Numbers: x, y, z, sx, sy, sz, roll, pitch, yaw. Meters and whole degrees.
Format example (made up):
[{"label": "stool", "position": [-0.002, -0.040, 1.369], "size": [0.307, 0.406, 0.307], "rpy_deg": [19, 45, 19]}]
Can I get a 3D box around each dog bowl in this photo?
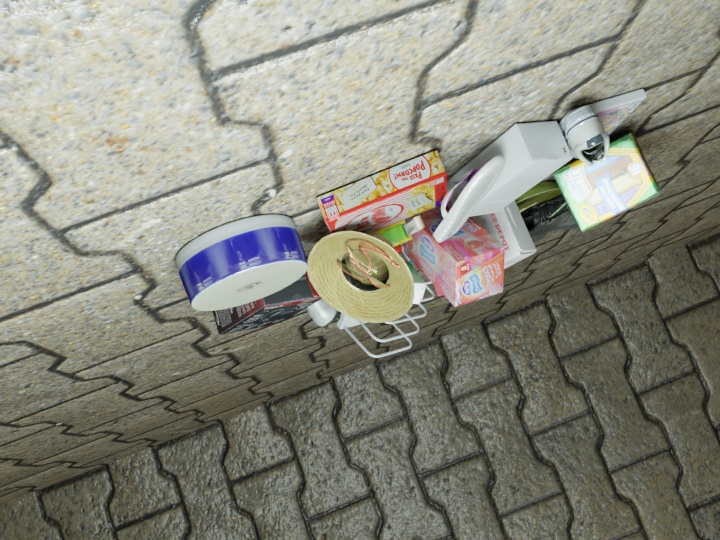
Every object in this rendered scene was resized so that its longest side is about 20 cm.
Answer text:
[{"label": "dog bowl", "position": [-0.186, -0.010, 1.302], "size": [0.198, 0.080, 0.200], "rpy_deg": [-20, 167, -5]}]

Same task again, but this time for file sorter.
[{"label": "file sorter", "position": [0.064, 0.064, 1.708], "size": [0.138, 0.125, 0.201], "rpy_deg": [-11, 134, -40]}]

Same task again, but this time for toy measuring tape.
[{"label": "toy measuring tape", "position": [0.054, -0.061, 1.455], "size": [0.073, 0.074, 0.200], "rpy_deg": [-18, 179, -14]}]

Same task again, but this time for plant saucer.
[{"label": "plant saucer", "position": [0.336, -0.137, 1.720], "size": [0.198, 0.031, 0.200], "rpy_deg": [-21, 168, -5]}]

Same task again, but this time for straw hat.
[{"label": "straw hat", "position": [0.014, -0.014, 1.352], "size": [0.201, 0.201, 0.085], "rpy_deg": [-34, -158, 44]}]

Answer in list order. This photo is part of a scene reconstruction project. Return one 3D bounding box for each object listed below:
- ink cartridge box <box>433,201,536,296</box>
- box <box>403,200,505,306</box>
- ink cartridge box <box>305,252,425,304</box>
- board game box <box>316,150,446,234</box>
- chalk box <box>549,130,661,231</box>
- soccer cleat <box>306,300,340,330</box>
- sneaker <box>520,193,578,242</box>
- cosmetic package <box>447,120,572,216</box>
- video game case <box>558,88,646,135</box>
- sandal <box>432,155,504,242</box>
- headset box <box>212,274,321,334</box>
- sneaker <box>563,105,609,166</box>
[{"label": "ink cartridge box", "position": [0.220, -0.058, 1.598], "size": [0.199, 0.146, 0.084], "rpy_deg": [-29, 166, 33]}, {"label": "box", "position": [0.162, -0.036, 1.462], "size": [0.102, 0.200, 0.096], "rpy_deg": [-16, 125, -17]}, {"label": "ink cartridge box", "position": [0.000, 0.000, 1.484], "size": [0.198, 0.161, 0.051], "rpy_deg": [7, 113, -19]}, {"label": "board game box", "position": [0.038, -0.113, 1.312], "size": [0.198, 0.047, 0.152], "rpy_deg": [-22, 167, 2]}, {"label": "chalk box", "position": [0.440, -0.159, 1.539], "size": [0.199, 0.125, 0.125], "rpy_deg": [-26, -177, 21]}, {"label": "soccer cleat", "position": [-0.081, 0.054, 1.740], "size": [0.070, 0.086, 0.200], "rpy_deg": [-39, -166, 8]}, {"label": "sneaker", "position": [0.391, -0.113, 1.685], "size": [0.199, 0.077, 0.091], "rpy_deg": [-29, 159, 23]}, {"label": "cosmetic package", "position": [0.241, -0.165, 1.364], "size": [0.101, 0.072, 0.200], "rpy_deg": [-10, 163, -35]}, {"label": "video game case", "position": [0.383, -0.239, 1.411], "size": [0.142, 0.018, 0.200], "rpy_deg": [-18, 167, -15]}, {"label": "sandal", "position": [0.160, -0.118, 1.325], "size": [0.082, 0.050, 0.203], "rpy_deg": [-31, 161, -41]}, {"label": "headset box", "position": [-0.169, 0.048, 1.549], "size": [0.148, 0.078, 0.200], "rpy_deg": [-9, 165, -40]}, {"label": "sneaker", "position": [0.368, -0.202, 1.335], "size": [0.073, 0.071, 0.200], "rpy_deg": [-25, 166, 18]}]
